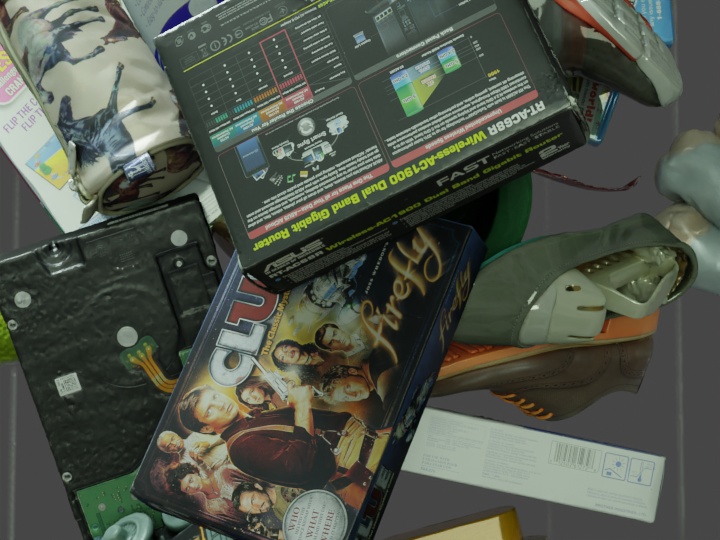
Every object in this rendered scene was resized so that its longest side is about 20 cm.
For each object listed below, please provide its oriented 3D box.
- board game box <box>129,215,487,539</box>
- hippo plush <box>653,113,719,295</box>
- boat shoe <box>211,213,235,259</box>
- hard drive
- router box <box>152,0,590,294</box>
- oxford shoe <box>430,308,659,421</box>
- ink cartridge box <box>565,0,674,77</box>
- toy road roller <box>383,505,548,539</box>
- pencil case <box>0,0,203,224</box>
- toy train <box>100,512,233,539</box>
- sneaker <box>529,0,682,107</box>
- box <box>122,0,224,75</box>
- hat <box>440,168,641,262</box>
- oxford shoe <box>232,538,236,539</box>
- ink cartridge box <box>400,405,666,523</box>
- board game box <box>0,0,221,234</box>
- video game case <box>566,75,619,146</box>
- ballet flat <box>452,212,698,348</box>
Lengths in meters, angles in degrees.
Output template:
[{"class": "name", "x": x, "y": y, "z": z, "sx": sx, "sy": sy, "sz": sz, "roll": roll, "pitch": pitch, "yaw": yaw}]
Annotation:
[{"class": "board game box", "x": -0.028, "y": 0.056, "z": 0.892, "sx": 0.135, "sy": 0.035, "sz": 0.201, "roll": 15, "pitch": 73, "yaw": 26}, {"class": "hippo plush", "x": 0.269, "y": -0.027, "z": 1.004, "sx": 0.158, "sy": 0.161, "sz": 0.201, "roll": -1, "pitch": 85, "yaw": -2}, {"class": "boat shoe", "x": 0.000, "y": 0.000, "z": 1.044, "sx": 0.199, "sy": 0.073, "sz": 0.063, "roll": 27, "pitch": 74, "yaw": -12}, {"class": "hard drive", "x": -0.138, "y": 0.066, "z": 1.022, "sx": 0.139, "sy": 0.038, "sz": 0.201, "roll": -18, "pitch": 102, "yaw": -3}, {"class": "router box", "x": 0.005, "y": -0.098, "z": 0.878, "sx": 0.199, "sy": 0.062, "sz": 0.150, "roll": -26, "pitch": 70, "yaw": 9}, {"class": "oxford shoe", "x": 0.108, "y": 0.064, "z": 1.008, "sx": 0.199, "sy": 0.071, "sz": 0.073, "roll": -8, "pitch": 107, "yaw": -30}, {"class": "ink cartridge box", "x": 0.089, "y": -0.198, "z": 1.033, "sx": 0.199, "sy": 0.086, "sz": 0.147, "roll": -5, "pitch": 87, "yaw": -4}, {"class": "toy road roller", "x": 0.034, "y": 0.229, "z": 0.985, "sx": 0.199, "sy": 0.146, "sz": 0.124, "roll": -15, "pitch": 86, "yaw": -3}, {"class": "pencil case", "x": -0.178, "y": -0.130, "z": 0.991, "sx": 0.089, "sy": 0.078, "sz": 0.200, "roll": -26, "pitch": 79, "yaw": -35}, {"class": "toy train", "x": -0.122, "y": 0.203, "z": 0.979, "sx": 0.200, "sy": 0.114, "sz": 0.085, "roll": -36, "pitch": 118, "yaw": 6}, {"class": "sneaker", "x": 0.100, "y": -0.149, "z": 0.966, "sx": 0.200, "sy": 0.077, "sz": 0.082, "roll": 36, "pitch": 115, "yaw": -1}, {"class": "box", "x": -0.087, "y": -0.236, "z": 0.978, "sx": 0.105, "sy": 0.184, "sz": 0.201, "roll": -21, "pitch": 78, "yaw": -32}, {"class": "hat", "x": 0.045, "y": -0.065, "z": 1.027, "sx": 0.166, "sy": 0.176, "sz": 0.200, "roll": -41, "pitch": 92, "yaw": 20}, {"class": "oxford shoe", "x": -0.030, "y": 0.135, "z": 0.908, "sx": 0.075, "sy": 0.070, "sz": 0.200, "roll": -50, "pitch": 47, "yaw": 21}, {"class": "ink cartridge box", "x": 0.084, "y": 0.116, "z": 1.022, "sx": 0.199, "sy": 0.094, "sz": 0.044, "roll": 12, "pitch": 85, "yaw": -1}, {"class": "board game box", "x": -0.159, "y": -0.103, "z": 1.059, "sx": 0.153, "sy": 0.040, "sz": 0.200, "roll": -36, "pitch": 87, "yaw": -4}, {"class": "video game case", "x": 0.092, "y": -0.185, "z": 1.084, "sx": 0.199, "sy": 0.018, "sz": 0.144, "roll": 21, "pitch": 85, "yaw": 0}, {"class": "ballet flat", "x": 0.134, "y": 0.010, "z": 0.957, "sx": 0.064, "sy": 0.200, "sz": 0.068, "roll": 37, "pitch": 126, "yaw": 31}]
